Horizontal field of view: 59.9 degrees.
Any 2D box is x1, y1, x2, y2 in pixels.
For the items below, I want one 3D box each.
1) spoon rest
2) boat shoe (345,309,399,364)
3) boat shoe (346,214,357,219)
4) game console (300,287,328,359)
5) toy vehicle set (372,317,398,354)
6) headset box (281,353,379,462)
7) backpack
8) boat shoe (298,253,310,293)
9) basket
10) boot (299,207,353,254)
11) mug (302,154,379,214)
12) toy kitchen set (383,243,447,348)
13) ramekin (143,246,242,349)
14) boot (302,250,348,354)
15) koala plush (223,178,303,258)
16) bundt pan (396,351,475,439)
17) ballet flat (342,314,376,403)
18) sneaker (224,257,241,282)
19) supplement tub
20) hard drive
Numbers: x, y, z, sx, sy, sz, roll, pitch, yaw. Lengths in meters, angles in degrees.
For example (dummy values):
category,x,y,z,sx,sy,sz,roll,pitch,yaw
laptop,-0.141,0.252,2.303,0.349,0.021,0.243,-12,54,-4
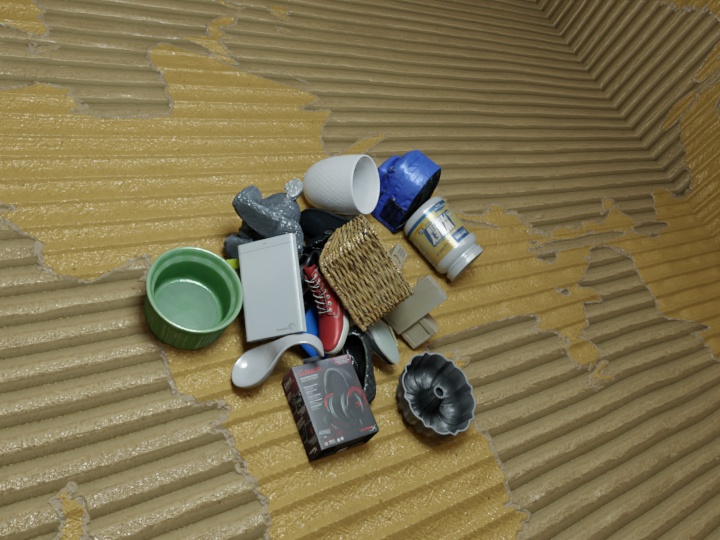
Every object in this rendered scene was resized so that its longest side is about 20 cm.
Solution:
category,x,y,z,sx,sy,sz,roll,pitch,yaw
spoon rest,-0.175,0.177,1.275,0.195,0.061,0.100,-21,37,2
boat shoe,0.015,0.140,1.443,0.202,0.060,0.076,56,26,-5
boat shoe,-0.001,-0.063,1.594,0.090,0.076,0.204,2,51,11
game console,-0.131,0.092,1.437,0.167,0.120,0.202,10,46,23
toy vehicle set,0.004,0.109,1.522,0.122,0.027,0.204,-3,58,-33
headset box,-0.069,0.275,1.315,0.146,0.075,0.203,-7,61,-33
backpack,0.117,-0.235,1.734,0.167,0.201,0.163,39,46,1
boat shoe,-0.154,0.041,1.358,0.073,0.067,0.200,17,51,27
basket,0.000,0.000,1.386,0.202,0.148,0.143,55,0,-24
boot,-0.103,-0.081,1.498,0.195,0.078,0.168,13,28,20
mug,-0.046,-0.214,1.646,0.199,0.171,0.152,30,67,-57
toy kitchen set,0.140,0.039,1.559,0.201,0.162,0.181,47,30,-8
ramekin,-0.349,0.062,1.287,0.195,0.098,0.204,17,49,-20
boot,-0.085,0.067,1.340,0.144,0.071,0.205,42,43,-52
koala plush,-0.197,-0.114,1.469,0.180,0.180,0.201,23,33,0
bundt pan,0.165,0.297,1.444,0.197,0.076,0.206,17,48,-20
ballet flat,-0.007,0.197,1.383,0.057,0.065,0.205,-6,79,-69
sneaker,-0.226,0.011,1.369,0.074,0.195,0.083,28,52,-59
supplement tub,0.230,-0.087,1.730,0.201,0.145,0.144,48,46,10
hard drive,-0.185,0.036,1.299,0.027,0.128,0.206,24,57,-71
